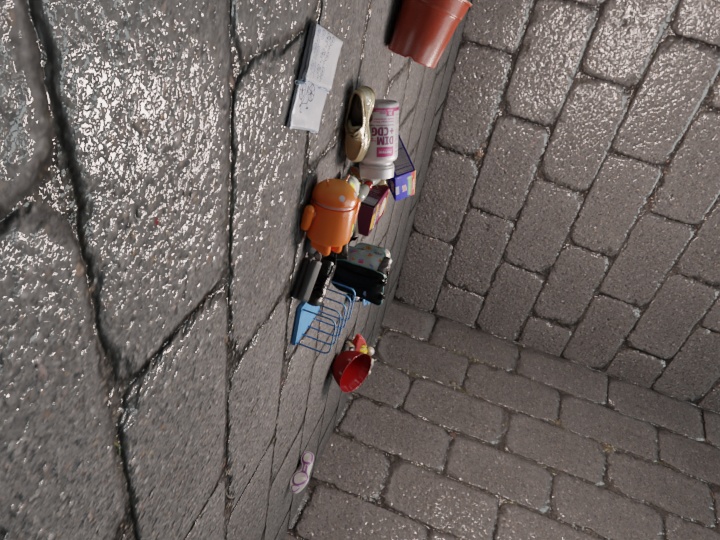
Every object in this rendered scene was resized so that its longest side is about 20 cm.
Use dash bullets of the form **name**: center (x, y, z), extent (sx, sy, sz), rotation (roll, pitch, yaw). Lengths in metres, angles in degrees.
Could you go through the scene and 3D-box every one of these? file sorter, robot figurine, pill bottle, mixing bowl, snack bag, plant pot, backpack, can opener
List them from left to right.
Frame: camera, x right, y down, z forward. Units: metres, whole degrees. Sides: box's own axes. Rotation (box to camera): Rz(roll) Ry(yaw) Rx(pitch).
- **can opener**: center (-0.137, -0.018, 1.527), extent (0.066, 0.053, 0.201), rotation (15, 92, -47)
- **snack bag**: center (-0.088, -0.370, 1.147), extent (0.189, 0.021, 0.201), rotation (-41, 148, -74)
- **file sorter**: center (-0.107, 0.135, 1.747), extent (0.200, 0.122, 0.139), rotation (-56, 162, -57)
- **robot figurine**: center (-0.072, -0.137, 1.421), extent (0.117, 0.143, 0.201), rotation (-96, -164, -61)
- **mixing bowl**: center (-0.057, 0.438, 2.619), extent (0.200, 0.108, 0.201), rotation (-32, 137, -35)
- **backpack**: center (0.000, 0.000, 1.890), extent (0.176, 0.199, 0.154), rotation (92, 13, -49)
- **pill bottle**: center (0.045, -0.354, 1.562), extent (0.113, 0.113, 0.201), rotation (-53, 146, -63)
- **plant pot**: center (0.180, -0.691, 1.631), extent (0.196, 0.200, 0.201), rotation (-66, 174, 22)

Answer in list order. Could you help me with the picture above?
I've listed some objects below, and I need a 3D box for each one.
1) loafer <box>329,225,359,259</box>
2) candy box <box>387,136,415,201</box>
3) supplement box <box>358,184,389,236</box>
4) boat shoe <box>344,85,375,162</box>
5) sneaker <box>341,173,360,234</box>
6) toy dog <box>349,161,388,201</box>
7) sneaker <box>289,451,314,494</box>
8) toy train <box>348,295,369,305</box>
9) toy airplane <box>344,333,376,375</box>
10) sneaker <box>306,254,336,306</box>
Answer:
- **loafer**: center (-0.034, -0.122, 1.817), extent (0.073, 0.071, 0.201), rotation (42, 67, -80)
- **candy box**: center (0.104, -0.347, 1.834), extent (0.169, 0.077, 0.201), rotation (82, -12, -72)
- **supplement box**: center (0.026, -0.214, 1.951), extent (0.200, 0.085, 0.111), rotation (-58, 164, -55)
- **boat shoe**: center (-0.013, -0.366, 1.477), extent (0.065, 0.072, 0.201), rotation (-41, 151, -49)
- **sneaker**: center (-0.054, -0.173, 1.646), extent (0.076, 0.075, 0.201), rotation (-41, 142, -51)
- **toy dog**: center (0.008, -0.279, 1.735), extent (0.200, 0.096, 0.132), rotation (-31, 126, -57)
- **sneaker**: center (-0.258, 0.918, 2.593), extent (0.200, 0.075, 0.100), rotation (-61, 166, -47)
- **toy train**: center (0.003, 0.086, 2.458), extent (0.200, 0.086, 0.115), rotation (8, 92, -79)
- **toy airplane**: center (0.001, 0.411, 2.785), extent (0.199, 0.141, 0.201), rotation (135, -59, -68)
- **sneaker**: center (-0.110, 0.013, 1.692), extent (0.200, 0.060, 0.105), rotation (-66, 173, -59)
